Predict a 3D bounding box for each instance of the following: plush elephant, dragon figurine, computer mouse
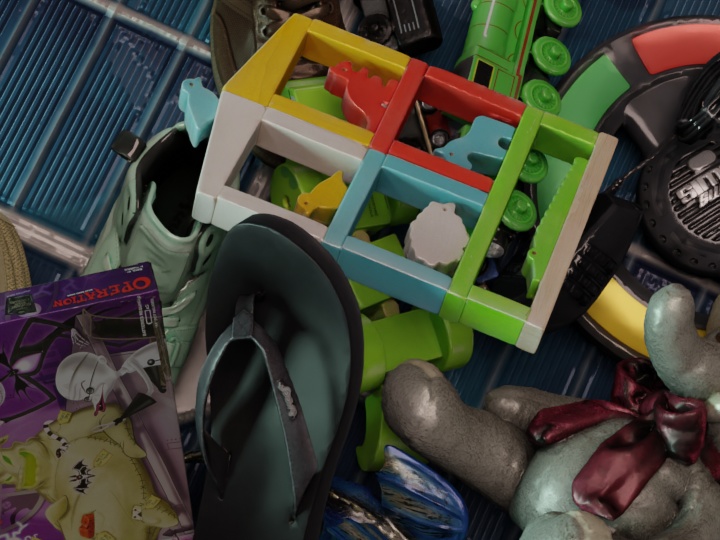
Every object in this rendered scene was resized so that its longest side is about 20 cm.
[{"bbox_3d":[0.144,0.076,1.114,0.200,0.165,0.155,32,98,-36],"label":"plush elephant"},{"bbox_3d":[0.013,0.123,1.124,0.200,0.099,0.059,39,63,-7],"label":"dragon figurine"},{"bbox_3d":[0.138,-0.038,1.188,0.200,0.059,0.034,-46,107,-12],"label":"computer mouse"}]

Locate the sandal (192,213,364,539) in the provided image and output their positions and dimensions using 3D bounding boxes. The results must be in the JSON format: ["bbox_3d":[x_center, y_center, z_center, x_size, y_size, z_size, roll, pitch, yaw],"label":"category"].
[{"bbox_3d":[-0.043,0.076,1.074,0.076,0.043,0.201,10,103,27],"label":"sandal"}]

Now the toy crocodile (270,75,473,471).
[{"bbox_3d":[0.000,0.000,1.180,0.067,0.062,0.201,-14,82,-28],"label":"toy crocodile"}]

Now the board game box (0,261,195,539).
[{"bbox_3d":[-0.138,0.095,1.091,0.120,0.200,0.032,-10,35,-6],"label":"board game box"}]

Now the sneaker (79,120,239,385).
[{"bbox_3d":[-0.114,0.020,1.140,0.074,0.118,0.201,21,73,0],"label":"sneaker"}]

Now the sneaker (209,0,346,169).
[{"bbox_3d":[-0.043,-0.151,1.220,0.070,0.076,0.201,-6,74,-8],"label":"sneaker"}]

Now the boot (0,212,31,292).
[{"bbox_3d":[-0.233,-0.047,1.133,0.073,0.155,0.200,-38,70,6],"label":"boot"}]

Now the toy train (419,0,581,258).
[{"bbox_3d":[0.072,-0.093,1.206,0.056,0.042,0.200,25,54,-15],"label":"toy train"}]

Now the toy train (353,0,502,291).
[{"bbox_3d":[0.037,-0.070,1.223,0.046,0.034,0.201,-17,77,7],"label":"toy train"}]

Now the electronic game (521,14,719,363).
[{"bbox_3d":[0.180,-0.036,1.230,0.199,0.042,0.201,1,74,-5],"label":"electronic game"}]

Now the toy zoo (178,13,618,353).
[{"bbox_3d":[0.009,-0.049,1.120,0.199,0.020,0.131,22,50,4],"label":"toy zoo"}]
